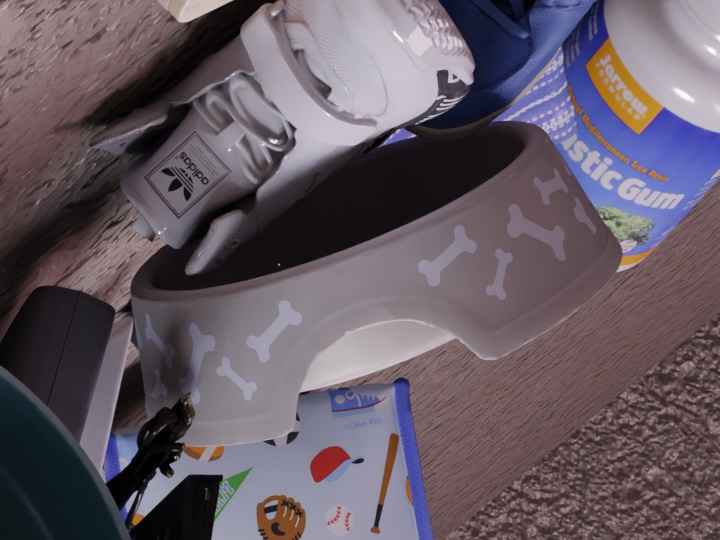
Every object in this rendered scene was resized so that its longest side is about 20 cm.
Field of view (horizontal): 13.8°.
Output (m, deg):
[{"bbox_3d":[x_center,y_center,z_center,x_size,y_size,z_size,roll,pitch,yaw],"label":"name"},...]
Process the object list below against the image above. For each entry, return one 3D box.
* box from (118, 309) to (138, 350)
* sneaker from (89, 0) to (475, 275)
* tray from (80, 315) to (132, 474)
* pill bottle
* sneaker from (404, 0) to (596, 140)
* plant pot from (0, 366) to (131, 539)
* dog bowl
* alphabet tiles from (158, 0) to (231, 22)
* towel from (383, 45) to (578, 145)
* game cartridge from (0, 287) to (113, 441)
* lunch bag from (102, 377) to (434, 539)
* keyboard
[{"bbox_3d":[-0.022,-0.005,1.460,0.158,0.050,0.200,-43,169,6],"label":"box"},{"bbox_3d":[-0.031,-0.057,1.094,0.115,0.075,0.200,-38,180,-13],"label":"sneaker"},{"bbox_3d":[-0.142,0.122,1.317,0.107,0.022,0.201,145,-41,-66],"label":"tray"},{"bbox_3d":[0.159,-0.098,1.571,0.112,0.112,0.200,-31,165,-45],"label":"pill bottle"},{"bbox_3d":[0.077,-0.142,1.157,0.200,0.077,0.111,-48,176,-6],"label":"sneaker"},{"bbox_3d":[-0.207,0.143,1.033,0.188,0.200,0.200,-41,172,38],"label":"plant pot"},{"bbox_3d":[0.000,0.000,1.170,0.199,0.059,0.200,-20,-166,5],"label":"dog bowl"},{"bbox_3d":[0.003,-0.161,1.008,0.195,0.015,0.200,-32,166,-44],"label":"alphabet tiles"},{"bbox_3d":[0.033,-0.075,1.297,0.145,0.024,0.200,-38,151,-13],"label":"towel"},{"bbox_3d":[-0.153,0.097,1.222,0.200,0.040,0.134,124,-13,-51],"label":"game cartridge"},{"bbox_3d":[-0.046,0.170,1.519,0.169,0.201,0.124,-11,174,-11],"label":"lunch bag"},{"bbox_3d":[-0.098,0.122,1.121,0.200,0.021,0.128,-45,-148,53],"label":"keyboard"}]
